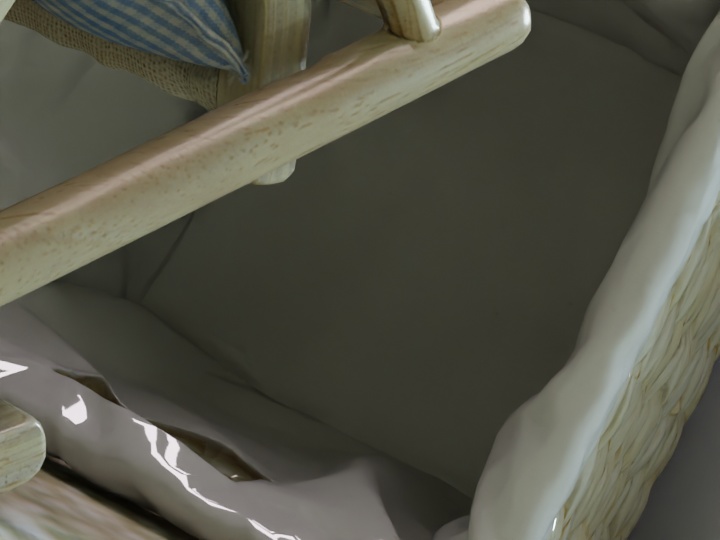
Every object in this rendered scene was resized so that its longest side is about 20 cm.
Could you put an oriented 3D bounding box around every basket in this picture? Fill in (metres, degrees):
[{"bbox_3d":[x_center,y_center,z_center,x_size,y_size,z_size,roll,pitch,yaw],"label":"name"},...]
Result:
[{"bbox_3d":[0.004,-0.027,0.601,0.198,0.201,0.161,26,-1,19],"label":"basket"}]

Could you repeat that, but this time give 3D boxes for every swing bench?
[{"bbox_3d":[-0.114,-0.060,0.432,0.199,0.200,0.130,27,-28,41],"label":"swing bench"}]

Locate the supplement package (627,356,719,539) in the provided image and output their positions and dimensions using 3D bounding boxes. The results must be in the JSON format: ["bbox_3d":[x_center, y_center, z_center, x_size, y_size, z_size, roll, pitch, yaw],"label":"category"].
[{"bbox_3d":[0.172,0.050,0.654,0.111,0.201,0.156,25,1,-19],"label":"supplement package"}]
